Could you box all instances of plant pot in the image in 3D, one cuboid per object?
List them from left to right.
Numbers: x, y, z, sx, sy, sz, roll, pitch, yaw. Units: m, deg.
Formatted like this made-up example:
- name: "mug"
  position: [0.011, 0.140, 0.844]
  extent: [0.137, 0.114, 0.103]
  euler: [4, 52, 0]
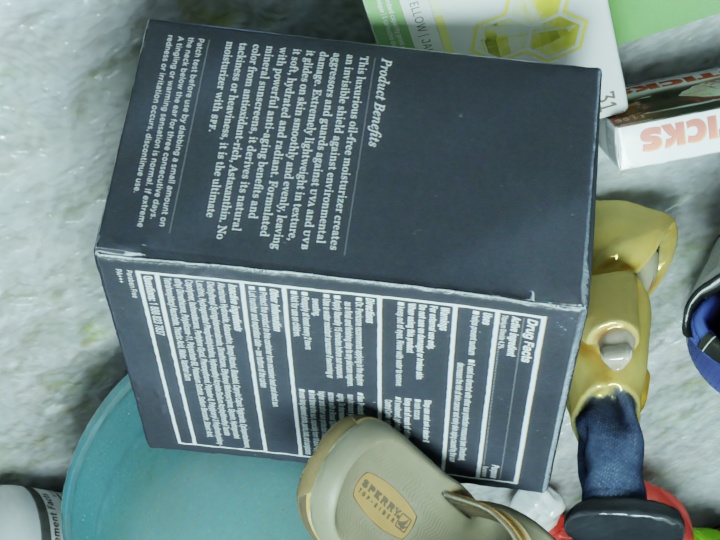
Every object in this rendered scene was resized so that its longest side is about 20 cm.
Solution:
- name: "plant pot"
  position: [-0.030, 0.153, 0.954]
  extent: [0.199, 0.188, 0.202]
  euler: [-15, 122, -25]

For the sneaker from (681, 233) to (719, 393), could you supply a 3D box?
- name: "sneaker"
  position: [0.200, 0.020, 0.941]
  extent: [0.115, 0.080, 0.200]
  euler: [-43, 168, -28]

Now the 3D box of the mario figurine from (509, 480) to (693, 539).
- name: "mario figurine"
  position: [0.142, 0.210, 1.203]
  extent: [0.122, 0.107, 0.200]
  euler: [11, 141, -16]

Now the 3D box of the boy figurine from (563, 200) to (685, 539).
- name: "boy figurine"
  position: [0.130, 0.054, 0.921]
  extent: [0.064, 0.201, 0.125]
  euler: [0, 143, 10]

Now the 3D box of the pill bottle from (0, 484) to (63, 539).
- name: "pill bottle"
  position: [-0.179, 0.189, 1.079]
  extent: [0.199, 0.117, 0.116]
  euler: [14, 136, -30]

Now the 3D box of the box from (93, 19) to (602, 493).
- name: "box"
  position: [0.000, 0.000, 0.823]
  extent: [0.196, 0.124, 0.200]
  euler: [7, 152, 4]

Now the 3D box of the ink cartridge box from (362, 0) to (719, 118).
- name: "ink cartridge box"
  position: [0.102, -0.131, 0.805]
  extent: [0.198, 0.048, 0.146]
  euler: [-14, 142, 7]

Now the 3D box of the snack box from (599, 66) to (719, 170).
- name: "snack box"
  position: [0.210, -0.084, 0.873]
  extent: [0.198, 0.072, 0.025]
  euler: [-11, 108, -2]

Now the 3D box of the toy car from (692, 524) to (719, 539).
- name: "toy car"
  position: [0.235, 0.271, 1.289]
  extent: [0.163, 0.159, 0.200]
  euler: [10, 150, -38]

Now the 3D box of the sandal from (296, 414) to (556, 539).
- name: "sandal"
  position: [0.047, 0.132, 0.838]
  extent: [0.054, 0.081, 0.200]
  euler: [12, 157, 45]
